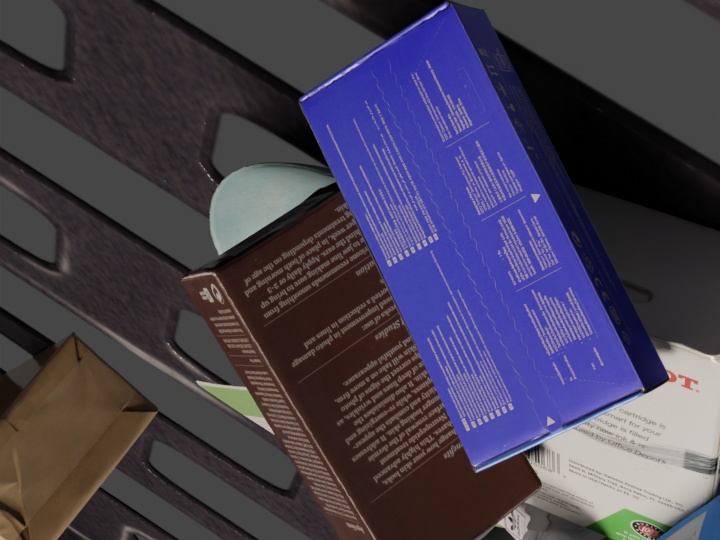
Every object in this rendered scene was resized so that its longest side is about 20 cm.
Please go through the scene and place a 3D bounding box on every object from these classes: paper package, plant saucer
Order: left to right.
[{"bbox_3d":[-0.299,0.168,1.206,0.103,0.191,0.200,45,146,-14],"label":"paper package"},{"bbox_3d":[0.000,0.000,0.852,0.201,0.039,0.201,24,145,18],"label":"plant saucer"}]

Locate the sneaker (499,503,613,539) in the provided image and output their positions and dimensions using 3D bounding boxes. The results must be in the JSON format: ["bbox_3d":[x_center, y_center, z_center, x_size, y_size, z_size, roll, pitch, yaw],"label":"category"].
[{"bbox_3d":[0.111,0.178,0.846,0.115,0.200,0.075,16,116,40],"label":"sneaker"}]

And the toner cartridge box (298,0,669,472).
[{"bbox_3d":[0.056,-0.016,0.657,0.095,0.043,0.200,-29,81,27],"label":"toner cartridge box"}]

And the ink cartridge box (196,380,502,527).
[{"bbox_3d":[0.007,0.108,0.931,0.145,0.048,0.200,1,148,43],"label":"ink cartridge box"}]

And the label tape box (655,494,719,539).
[{"bbox_3d":[0.257,0.184,0.700,0.200,0.066,0.143,29,142,-2],"label":"label tape box"}]

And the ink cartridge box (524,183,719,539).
[{"bbox_3d":[0.140,0.059,0.752,0.146,0.083,0.200,21,145,24],"label":"ink cartridge box"}]

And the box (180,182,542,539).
[{"bbox_3d":[0.001,0.061,0.750,0.200,0.100,0.075,60,160,-8],"label":"box"}]

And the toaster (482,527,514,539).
[{"bbox_3d":[0.089,0.276,0.993,0.180,0.119,0.200,5,133,13],"label":"toaster"}]
